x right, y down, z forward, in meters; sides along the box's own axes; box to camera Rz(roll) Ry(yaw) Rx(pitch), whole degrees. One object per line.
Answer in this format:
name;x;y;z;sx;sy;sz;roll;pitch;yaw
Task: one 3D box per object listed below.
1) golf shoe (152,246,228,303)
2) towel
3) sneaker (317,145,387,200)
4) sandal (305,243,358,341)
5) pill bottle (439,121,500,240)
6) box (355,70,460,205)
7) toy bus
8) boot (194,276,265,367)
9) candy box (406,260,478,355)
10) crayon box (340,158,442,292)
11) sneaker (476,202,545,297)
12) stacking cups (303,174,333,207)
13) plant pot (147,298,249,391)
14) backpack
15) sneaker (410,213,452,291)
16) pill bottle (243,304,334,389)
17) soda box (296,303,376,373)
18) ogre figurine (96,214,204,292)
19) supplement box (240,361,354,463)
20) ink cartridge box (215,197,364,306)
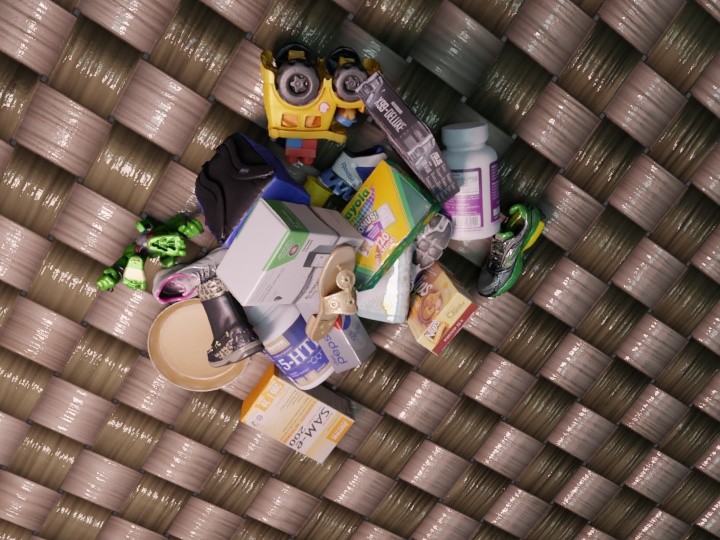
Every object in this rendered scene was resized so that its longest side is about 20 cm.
golf shoe;-0.291;0.013;1.134;0.199;0.092;0.076;-22;109;0
towel;0.000;0.000;1.140;0.199;0.048;0.172;10;111;25
sneaker;0.033;-0.161;1.118;0.199;0.081;0.115;30;104;-15
sandal;-0.031;0.055;1.021;0.077;0.070;0.212;-21;144;-41
pill bottle;0.196;-0.165;1.121;0.112;0.112;0.201;-8;110;-4
box;0.082;-0.211;1.008;0.050;0.158;0.200;-38;151;6
toy bus;-0.071;-0.277;1.048;0.199;0.136;0.193;-1;122;-9
boot;-0.253;0.093;1.115;0.073;0.203;0.154;-25;92;-32
candy box;0.137;0.059;1.142;0.055;0.200;0.116;36;102;-18
crayon box;0.029;-0.076;1.050;0.119;0.058;0.200;46;112;17
sneaker;0.274;-0.042;1.181;0.085;0.078;0.201;17;101;-43
stacking cups;-0.126;-0.078;1.137;0.060;0.061;0.200;31;103;-16
plant pot;-0.316;0.145;1.210;0.199;0.027;0.201;-2;109;-6
backpack;-0.186;-0.122;1.047;0.163;0.200;0.168;-47;140;6
sneaker;0.103;-0.035;1.157;0.081;0.083;0.200;36;124;1
pill bottle;-0.137;0.121;1.175;0.120;0.120;0.200;-39;109;7
soda box;-0.056;0.086;1.138;0.068;0.063;0.200;-26;97;36
ogre figurine;-0.367;-0.043;1.090;0.098;0.120;0.200;36;103;-21
supplement box;-0.128;0.291;1.258;0.200;0.074;0.126;32;103;-16
ink cartridge box;-0.105;-0.025;0.973;0.084;0.200;0.146;45;113;26
